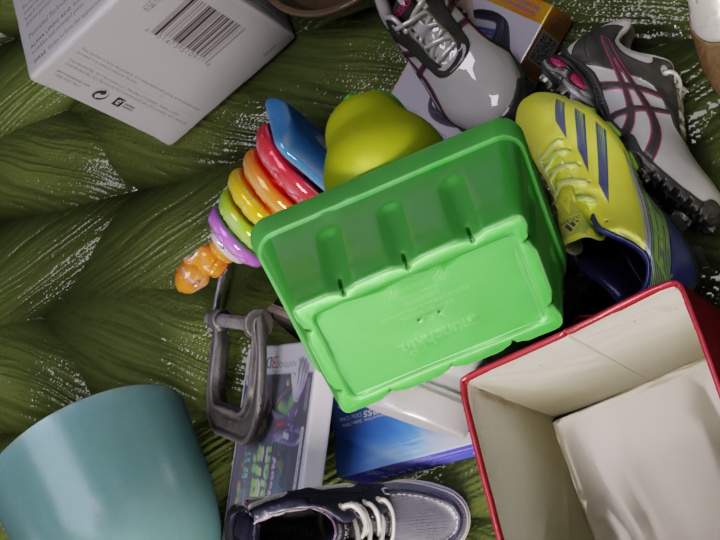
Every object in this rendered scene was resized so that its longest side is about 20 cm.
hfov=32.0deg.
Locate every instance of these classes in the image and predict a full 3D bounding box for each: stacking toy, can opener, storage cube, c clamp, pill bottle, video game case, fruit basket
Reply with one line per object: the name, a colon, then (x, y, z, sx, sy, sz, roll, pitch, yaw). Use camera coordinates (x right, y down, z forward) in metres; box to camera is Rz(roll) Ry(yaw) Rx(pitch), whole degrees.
stacking toy: (-0.100, -0.047, 1.160, 0.200, 0.109, 0.116, -44, 28, 14)
can opener: (0.158, 0.031, 0.931, 0.199, 0.064, 0.078, -36, 29, -16)
storage cube: (0.197, 0.136, 0.832, 0.170, 0.179, 0.202, -28, 59, 27)
c clamp: (-0.118, 0.072, 1.164, 0.200, 0.027, 0.174, -166, 84, -68)
pill bottle: (0.067, 0.018, 0.964, 0.115, 0.116, 0.203, 11, 78, 40)
video game case: (-0.074, 0.164, 1.091, 0.181, 0.023, 0.203, 167, 112, -66)
fruit basket: (0.030, -0.028, 0.871, 0.213, 0.157, 0.217, -19, 31, 12)

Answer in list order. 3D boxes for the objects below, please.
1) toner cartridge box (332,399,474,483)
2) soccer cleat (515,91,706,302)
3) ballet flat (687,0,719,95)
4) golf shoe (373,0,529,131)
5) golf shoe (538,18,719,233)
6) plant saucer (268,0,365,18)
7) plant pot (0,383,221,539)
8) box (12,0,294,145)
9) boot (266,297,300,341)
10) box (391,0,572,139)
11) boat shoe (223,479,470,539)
toner cartridge box: (0.065, 0.108, 1.039, 0.198, 0.043, 0.096, -21, 65, 33)
soccer cleat: (0.165, -0.051, 0.907, 0.201, 0.083, 0.065, 56, 151, 24)
ballet flat: (0.279, -0.234, 0.956, 0.067, 0.072, 0.203, -1, 76, 39)
golf shoe: (0.063, -0.188, 1.048, 0.077, 0.088, 0.201, -47, 54, 17)
golf shoe: (0.222, -0.117, 0.966, 0.088, 0.077, 0.201, -38, 60, 5)
plant saucer: (-0.020, -0.338, 1.246, 0.198, 0.029, 0.203, -12, 66, 28)
plant pot: (-0.216, 0.228, 1.139, 0.200, 0.200, 0.162, -43, 63, 20)
box: (-0.211, -0.262, 1.278, 0.199, 0.198, 0.132, -36, 56, 24)
boot: (0.000, 0.000, 1.103, 0.152, 0.073, 0.200, -58, 18, -14)
box: (0.088, -0.156, 1.108, 0.119, 0.041, 0.202, 33, 96, 40)
boat shoe: (-0.002, 0.201, 0.961, 0.093, 0.197, 0.076, 148, 117, -76)
